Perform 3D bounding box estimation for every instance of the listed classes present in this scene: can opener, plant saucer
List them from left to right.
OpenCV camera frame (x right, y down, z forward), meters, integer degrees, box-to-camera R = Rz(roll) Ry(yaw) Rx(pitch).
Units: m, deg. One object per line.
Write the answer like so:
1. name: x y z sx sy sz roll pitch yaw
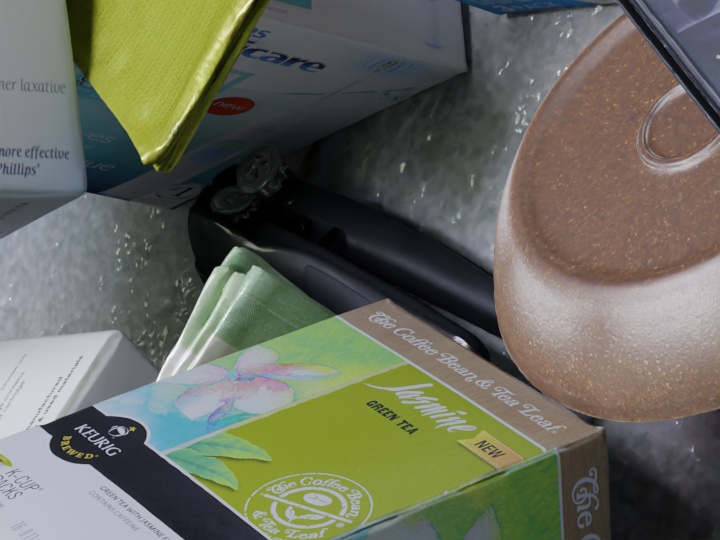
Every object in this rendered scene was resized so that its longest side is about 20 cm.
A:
1. can opener: 0.000 0.000 1.183 0.200 0.079 0.063 18 56 47
2. plant saucer: 0.119 -0.042 0.992 0.200 0.037 0.201 -27 39 24

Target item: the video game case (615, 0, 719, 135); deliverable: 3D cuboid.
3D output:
1. video game case: 0.164 -0.093 0.951 0.019 0.143 0.200 84 160 -46

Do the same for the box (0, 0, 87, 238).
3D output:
1. box: -0.204 -0.103 1.157 0.184 0.105 0.200 -23 71 52

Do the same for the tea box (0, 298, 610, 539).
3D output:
1. tea box: -0.026 0.146 1.010 0.134 0.197 0.200 30 133 48

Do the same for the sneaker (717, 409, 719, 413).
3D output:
1. sneaker: 0.158 0.089 0.949 0.077 0.076 0.200 -52 45 22

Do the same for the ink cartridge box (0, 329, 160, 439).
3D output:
1. ink cartridge box: -0.134 0.104 1.224 0.200 0.144 0.084 -5 45 50

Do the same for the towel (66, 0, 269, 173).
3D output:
1. towel: -0.101 -0.127 1.126 0.086 0.018 0.200 -60 44 22

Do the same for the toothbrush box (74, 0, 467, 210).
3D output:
1. toothbrush box: -0.076 -0.102 1.217 0.200 0.146 0.085 -23 65 43

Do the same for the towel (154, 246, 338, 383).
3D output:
1. towel: -0.049 0.108 1.088 0.200 0.152 0.023 -55 33 -1

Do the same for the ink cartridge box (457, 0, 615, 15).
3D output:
1. ink cartridge box: 0.021 -0.152 1.069 0.115 0.200 0.068 -1 78 50
